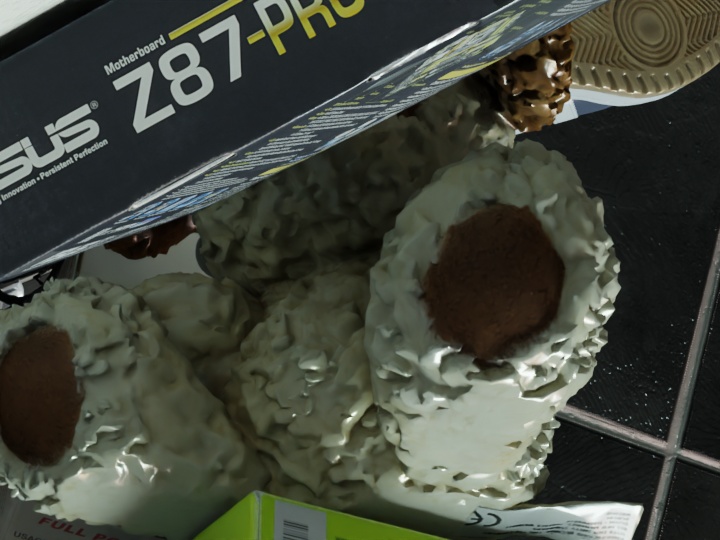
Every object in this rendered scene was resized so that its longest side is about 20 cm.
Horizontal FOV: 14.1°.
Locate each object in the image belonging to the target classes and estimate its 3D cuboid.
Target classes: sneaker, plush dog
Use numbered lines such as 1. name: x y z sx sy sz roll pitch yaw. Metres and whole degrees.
1. sneaker: 0.038 -0.067 1.059 0.199 0.070 0.108 -19 171 -32
2. plush dog: 0.000 0.000 0.877 0.199 0.173 0.160 -16 145 23

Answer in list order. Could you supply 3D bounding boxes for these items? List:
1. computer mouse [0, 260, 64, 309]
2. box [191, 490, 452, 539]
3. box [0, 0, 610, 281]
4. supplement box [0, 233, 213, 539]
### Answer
1. computer mouse: -0.168 0.023 1.113 0.200 0.044 0.110 -34 -179 32
2. box: -0.026 0.134 0.888 0.121 0.048 0.200 16 148 -25
3. box: -0.004 -0.059 0.707 0.160 0.049 0.200 -25 180 14
4. supplement box: -0.094 0.093 0.992 0.126 0.073 0.201 -84 -164 -49
